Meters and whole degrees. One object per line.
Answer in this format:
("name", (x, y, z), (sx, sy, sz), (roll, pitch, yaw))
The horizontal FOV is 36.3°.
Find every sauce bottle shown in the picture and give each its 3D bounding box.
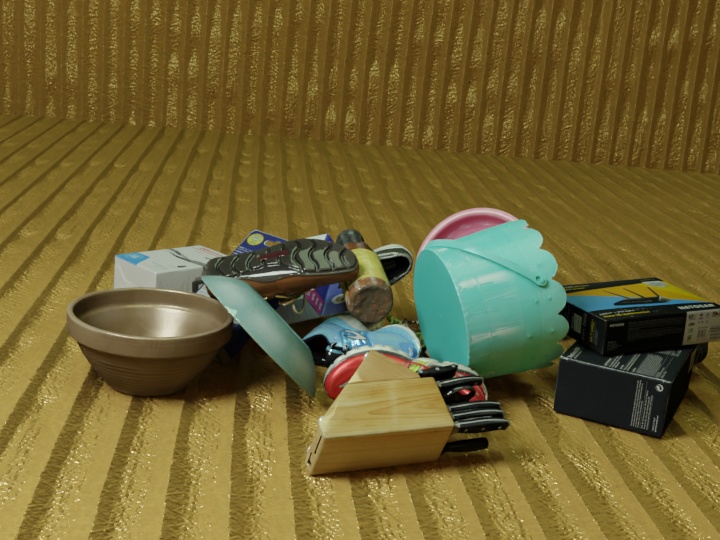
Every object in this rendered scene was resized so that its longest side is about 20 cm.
("sauce bottle", (0.000, 0.000, 1.488), (0.065, 0.067, 0.200), (3, 27, -10))

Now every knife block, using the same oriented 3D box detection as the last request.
("knife block", (0.058, 0.171, 1.177), (0.175, 0.064, 0.200), (28, 39, 10))

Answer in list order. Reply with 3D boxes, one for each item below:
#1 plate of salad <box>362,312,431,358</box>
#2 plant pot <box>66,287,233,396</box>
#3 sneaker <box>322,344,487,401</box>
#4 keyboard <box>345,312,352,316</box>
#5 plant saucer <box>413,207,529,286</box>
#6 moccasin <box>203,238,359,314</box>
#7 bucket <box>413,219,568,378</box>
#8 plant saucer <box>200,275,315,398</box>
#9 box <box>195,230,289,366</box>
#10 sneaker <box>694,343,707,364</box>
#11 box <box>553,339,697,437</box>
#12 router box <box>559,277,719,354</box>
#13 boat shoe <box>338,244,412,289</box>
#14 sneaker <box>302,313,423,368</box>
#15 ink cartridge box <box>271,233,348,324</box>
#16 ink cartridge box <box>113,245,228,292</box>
("plate of salad", (0.084, 0.094, 1.536), (0.198, 0.049, 0.200), (5, 14, -1))
("plant pot", (-0.255, 0.091, 1.329), (0.199, 0.094, 0.201), (5, 16, -1))
("sneaker", (0.054, 0.141, 1.301), (0.198, 0.078, 0.085), (4, 22, -1))
("keyboard", (-0.002, 0.049, 1.651), (0.056, 0.011, 0.200), (-28, 10, -6))
("plant saucer", (0.181, 0.007, 1.661), (0.199, 0.202, 0.051), (11, -13, 21))
("moccasin", (-0.100, 0.012, 1.417), (0.200, 0.078, 0.074), (-14, 45, 0))
("bucket", (0.160, 0.043, 1.407), (0.134, 0.209, 0.207), (-12, 20, -17))
("plant saucer", (-0.111, 0.068, 1.324), (0.201, 0.039, 0.201), (46, -4, 4))
("box", (-0.163, 0.033, 1.488), (0.121, 0.033, 0.200), (18, 58, 40))
("sneaker", (0.428, 0.087, 1.614), (0.113, 0.077, 0.199), (-3, 20, -37))
("box", (0.346, 0.134, 1.422), (0.140, 0.080, 0.200), (15, 18, 23))
("router box", (0.358, 0.058, 1.460), (0.198, 0.052, 0.149), (-4, 17, -25))
("boat shoe", (-0.016, 0.015, 1.626), (0.199, 0.071, 0.064), (-25, 9, 3))
("sneaker", (-0.001, 0.113, 1.413), (0.199, 0.079, 0.090), (8, 22, 44))
("ink cartridge box", (-0.099, 0.014, 1.566), (0.198, 0.044, 0.197), (-14, 26, 14))
("ink cartridge box", (-0.263, 0.010, 1.682), (0.199, 0.067, 0.115), (-9, 20, -43))
